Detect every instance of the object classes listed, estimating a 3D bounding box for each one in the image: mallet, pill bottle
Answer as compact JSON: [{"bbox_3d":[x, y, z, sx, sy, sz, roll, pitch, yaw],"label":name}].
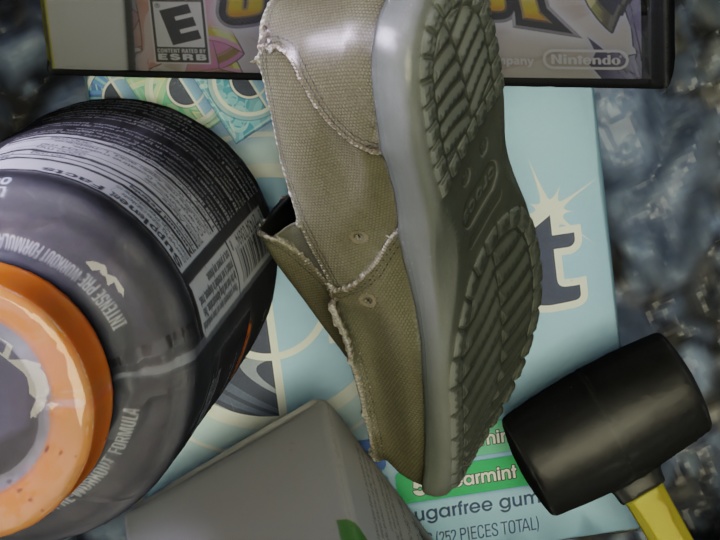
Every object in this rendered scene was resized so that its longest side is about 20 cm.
[{"bbox_3d":[0.128,0.113,0.869,0.066,0.041,0.200,-37,85,-2],"label":"mallet"},{"bbox_3d":[-0.090,0.015,0.771,0.106,0.200,0.107,2,103,8],"label":"pill bottle"}]

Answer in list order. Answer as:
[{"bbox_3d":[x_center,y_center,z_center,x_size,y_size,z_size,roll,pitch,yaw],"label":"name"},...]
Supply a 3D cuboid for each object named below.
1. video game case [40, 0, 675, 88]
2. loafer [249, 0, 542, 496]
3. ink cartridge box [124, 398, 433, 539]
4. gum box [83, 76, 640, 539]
[{"bbox_3d":[-0.007,-0.142,0.784,0.199,0.026,0.182,2,119,11],"label":"video game case"},{"bbox_3d":[0.010,-0.014,0.821,0.069,0.075,0.201,14,134,23],"label":"loafer"},{"bbox_3d":[0.015,0.165,0.852,0.084,0.146,0.200,-30,120,9],"label":"ink cartridge box"},{"bbox_3d":[0.000,0.000,0.900,0.169,0.045,0.201,-8,102,-4],"label":"gum box"}]
